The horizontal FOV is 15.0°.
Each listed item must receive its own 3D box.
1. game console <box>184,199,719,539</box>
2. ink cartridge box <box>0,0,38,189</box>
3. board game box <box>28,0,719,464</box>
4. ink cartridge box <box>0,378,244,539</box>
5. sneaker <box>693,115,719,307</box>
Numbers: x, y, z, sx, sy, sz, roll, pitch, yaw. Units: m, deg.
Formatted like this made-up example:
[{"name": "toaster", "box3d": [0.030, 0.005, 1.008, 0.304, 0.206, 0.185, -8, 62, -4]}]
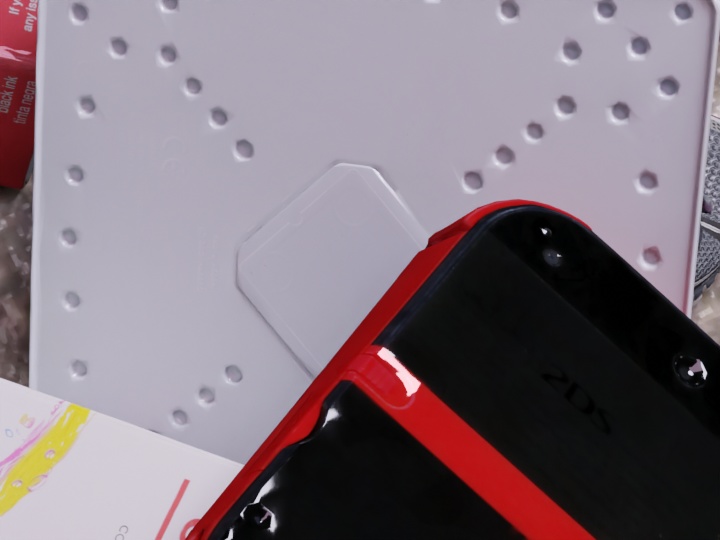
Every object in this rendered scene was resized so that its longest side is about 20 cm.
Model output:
[{"name": "game console", "box3d": [0.067, 0.089, 0.706, 0.200, 0.031, 0.177, 42, 51, -2]}, {"name": "ink cartridge box", "box3d": [-0.188, -0.126, 0.887, 0.199, 0.084, 0.145, 12, 62, -9]}, {"name": "board game box", "box3d": [0.000, 0.000, 0.805, 0.199, 0.201, 0.026, 8, 18, 15]}, {"name": "ink cartridge box", "box3d": [-0.087, 0.099, 0.759, 0.199, 0.067, 0.117, 17, 71, 23]}, {"name": "sneaker", "box3d": [0.082, -0.022, 0.889, 0.200, 0.075, 0.081, -15, 73, -56]}]
